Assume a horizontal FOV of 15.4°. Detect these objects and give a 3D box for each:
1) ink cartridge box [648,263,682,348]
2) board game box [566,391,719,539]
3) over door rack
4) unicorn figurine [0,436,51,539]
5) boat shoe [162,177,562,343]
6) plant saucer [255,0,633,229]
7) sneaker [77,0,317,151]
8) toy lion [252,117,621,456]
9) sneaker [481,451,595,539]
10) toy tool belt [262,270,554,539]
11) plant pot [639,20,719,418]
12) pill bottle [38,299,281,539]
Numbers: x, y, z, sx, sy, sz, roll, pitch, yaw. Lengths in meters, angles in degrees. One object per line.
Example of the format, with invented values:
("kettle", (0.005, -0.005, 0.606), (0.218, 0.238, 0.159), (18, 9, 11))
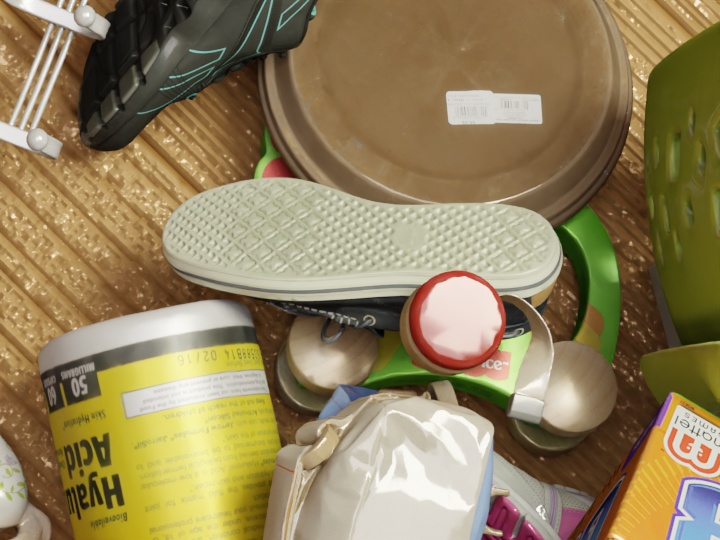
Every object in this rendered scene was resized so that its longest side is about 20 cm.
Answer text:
("ink cartridge box", (0.247, 0.068, 1.372), (0.145, 0.084, 0.201), (-13, 82, -9))
("board game box", (0.154, 0.223, 1.175), (0.199, 0.200, 0.200), (30, 44, 1))
("over door rack", (-0.221, -0.157, 1.344), (0.199, 0.067, 0.148), (21, 83, 8))
("unicorn figurine", (-0.219, 0.072, 1.335), (0.137, 0.074, 0.201), (-28, 100, -19))
("boat shoe", (0.000, 0.000, 1.304), (0.199, 0.062, 0.075), (4, 49, 9))
("plant saucer", (0.046, -0.105, 1.374), (0.199, 0.029, 0.201), (3, 67, -7))
("sneaker", (-0.071, -0.120, 1.334), (0.079, 0.200, 0.076), (21, 43, -31))
("toy lion", (0.039, -0.015, 1.379), (0.199, 0.069, 0.193), (10, 73, -5))
("sneaker", (0.115, 0.153, 1.351), (0.200, 0.081, 0.088), (39, 41, 6))
("toy tool belt", (0.015, 0.103, 1.270), (0.124, 0.123, 0.201), (14, 82, -10))
("plant pot", (0.237, -0.008, 1.245), (0.199, 0.199, 0.183), (9, 85, -6))
("pill bottle", (-0.087, 0.123, 1.314), (0.111, 0.111, 0.201), (-13, 83, -8))
